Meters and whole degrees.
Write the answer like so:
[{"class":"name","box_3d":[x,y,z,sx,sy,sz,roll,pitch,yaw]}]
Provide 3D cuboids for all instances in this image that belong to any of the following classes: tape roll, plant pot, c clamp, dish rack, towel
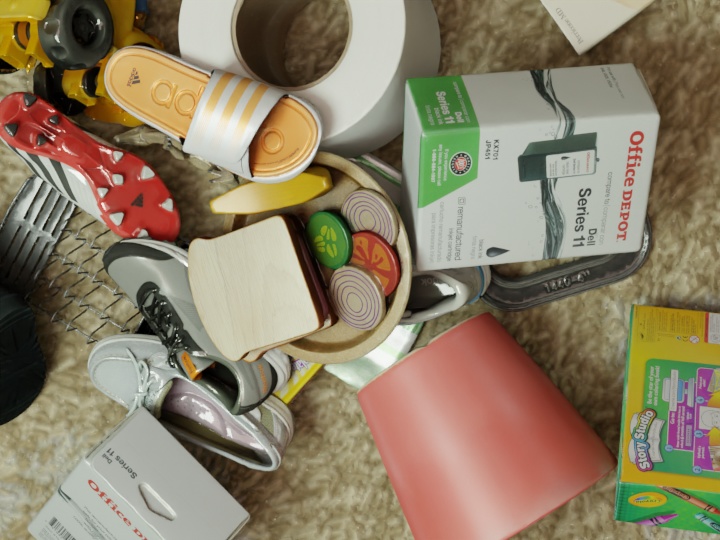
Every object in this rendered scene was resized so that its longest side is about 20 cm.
[{"class":"tape roll","box_3d":[-0.041,-0.201,1.427,0.201,0.139,0.204,0,90,15]},{"class":"plant pot","box_3d":[0.100,0.147,1.458,0.200,0.200,0.178,-34,83,12]},{"class":"c clamp","box_3d":[0.178,-0.057,1.483,0.199,0.027,0.172,-23,104,4]},{"class":"dish rack","box_3d":[-0.253,-0.002,1.551,0.199,0.055,0.154,31,101,4]},{"class":"towel","box_3d":[0.000,0.000,1.527,0.152,0.023,0.201,29,102,3]}]

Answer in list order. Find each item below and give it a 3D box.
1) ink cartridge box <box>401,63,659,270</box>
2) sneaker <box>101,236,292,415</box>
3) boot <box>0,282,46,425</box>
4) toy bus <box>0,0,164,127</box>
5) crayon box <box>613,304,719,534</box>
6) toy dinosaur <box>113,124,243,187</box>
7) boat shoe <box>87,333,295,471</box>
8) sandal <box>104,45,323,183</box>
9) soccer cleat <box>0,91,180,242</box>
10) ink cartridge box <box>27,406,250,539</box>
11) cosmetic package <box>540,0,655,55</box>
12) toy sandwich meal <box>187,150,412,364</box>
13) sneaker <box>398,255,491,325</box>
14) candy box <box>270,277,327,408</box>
[{"class":"ink cartridge box","box_3d":[0.139,-0.087,1.376,0.199,0.083,0.147,-6,129,-7]},{"class":"sneaker","box_3d":[-0.153,0.047,1.463,0.200,0.079,0.074,41,137,2]},{"class":"boot","box_3d":[-0.372,0.036,1.555,0.073,0.199,0.162,-31,62,-28]},{"class":"toy bus","box_3d":[-0.244,-0.246,1.469,0.135,0.200,0.193,1,67,38]},{"class":"crayon box","box_3d":[0.284,0.125,1.417,0.118,0.201,0.058,6,139,8]},{"class":"toy dinosaur","box_3d":[-0.124,-0.099,1.479,0.199,0.101,0.058,27,82,-1]},{"class":"boat shoe","box_3d":[-0.157,0.121,1.497,0.201,0.065,0.075,27,117,-2]},{"class":"sandal","box_3d":[-0.132,-0.130,1.347,0.206,0.059,0.080,21,97,17]},{"class":"soccer cleat","box_3d":[-0.248,-0.091,1.495,0.200,0.085,0.069,36,79,-12]},{"class":"ink cartridge box","box_3d":[-0.206,0.231,1.510,0.147,0.083,0.200,45,144,0]},{"class":"cosmetic package","box_3d":[0.241,-0.286,1.420,0.200,0.073,0.104,-37,92,11]},{"class":"toy sandwich meal","box_3d":[-0.054,-0.005,1.383,0.204,0.070,0.206,7,106,27]},{"class":"sneaker","box_3d":[0.012,0.019,1.469,0.199,0.087,0.075,-10,104,18]},{"class":"candy box","box_3d":[-0.072,0.055,1.493,0.102,0.026,0.200,45,133,5]}]
